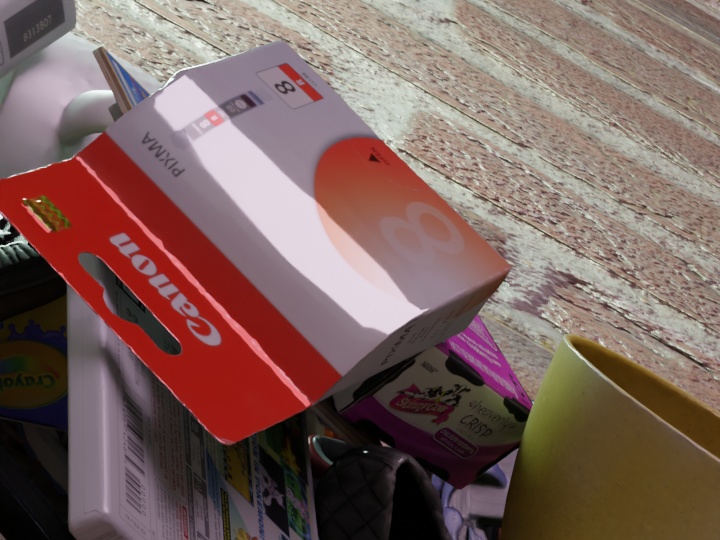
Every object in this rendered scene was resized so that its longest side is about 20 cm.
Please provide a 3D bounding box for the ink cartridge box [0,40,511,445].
[{"bbox_3d":[-0.046,-0.019,1.152,0.162,0.050,0.200,45,31,15],"label":"ink cartridge box"}]

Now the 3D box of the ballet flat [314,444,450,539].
[{"bbox_3d":[0.033,0.177,1.234,0.066,0.057,0.200,-28,98,-30],"label":"ballet flat"}]

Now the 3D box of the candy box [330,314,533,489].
[{"bbox_3d":[0.000,0.000,1.315,0.136,0.061,0.200,36,19,-56],"label":"candy box"}]

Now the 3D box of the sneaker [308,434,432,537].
[{"bbox_3d":[0.033,0.161,1.301,0.200,0.113,0.071,32,15,6],"label":"sneaker"}]

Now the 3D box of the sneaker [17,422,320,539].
[{"bbox_3d":[-0.087,0.103,1.293,0.200,0.085,0.077,43,5,24],"label":"sneaker"}]

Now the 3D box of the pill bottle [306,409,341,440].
[{"bbox_3d":[-0.030,0.054,1.448,0.109,0.110,0.200,36,27,13],"label":"pill bottle"}]

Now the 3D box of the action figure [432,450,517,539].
[{"bbox_3d":[0.072,0.164,1.441,0.193,0.105,0.200,21,50,-9],"label":"action figure"}]

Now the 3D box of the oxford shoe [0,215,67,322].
[{"bbox_3d":[-0.213,0.033,1.179,0.073,0.199,0.085,-109,178,-59],"label":"oxford shoe"}]

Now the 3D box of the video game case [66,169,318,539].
[{"bbox_3d":[-0.072,0.080,1.157,0.182,0.022,0.200,49,24,-41],"label":"video game case"}]

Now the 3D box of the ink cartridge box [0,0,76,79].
[{"bbox_3d":[-0.277,-0.124,1.392,0.199,0.057,0.163,13,35,28],"label":"ink cartridge box"}]

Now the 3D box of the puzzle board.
[{"bbox_3d":[-0.062,-0.005,1.272,0.151,0.017,0.200,45,12,-49],"label":"puzzle board"}]

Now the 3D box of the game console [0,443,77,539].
[{"bbox_3d":[-0.110,0.141,1.152,0.116,0.176,0.200,-22,49,-31],"label":"game console"}]

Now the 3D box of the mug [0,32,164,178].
[{"bbox_3d":[-0.137,-0.050,1.468,0.175,0.148,0.200,26,-25,-21],"label":"mug"}]

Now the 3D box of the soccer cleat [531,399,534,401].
[{"bbox_3d":[0.152,0.152,1.596,0.200,0.068,0.073,37,-4,27],"label":"soccer cleat"}]

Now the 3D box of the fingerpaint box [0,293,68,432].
[{"bbox_3d":[-0.193,0.009,1.294,0.199,0.074,0.167,10,15,16],"label":"fingerpaint box"}]

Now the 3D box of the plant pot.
[{"bbox_3d":[0.145,0.144,1.268,0.200,0.142,0.200,32,7,-4],"label":"plant pot"}]
